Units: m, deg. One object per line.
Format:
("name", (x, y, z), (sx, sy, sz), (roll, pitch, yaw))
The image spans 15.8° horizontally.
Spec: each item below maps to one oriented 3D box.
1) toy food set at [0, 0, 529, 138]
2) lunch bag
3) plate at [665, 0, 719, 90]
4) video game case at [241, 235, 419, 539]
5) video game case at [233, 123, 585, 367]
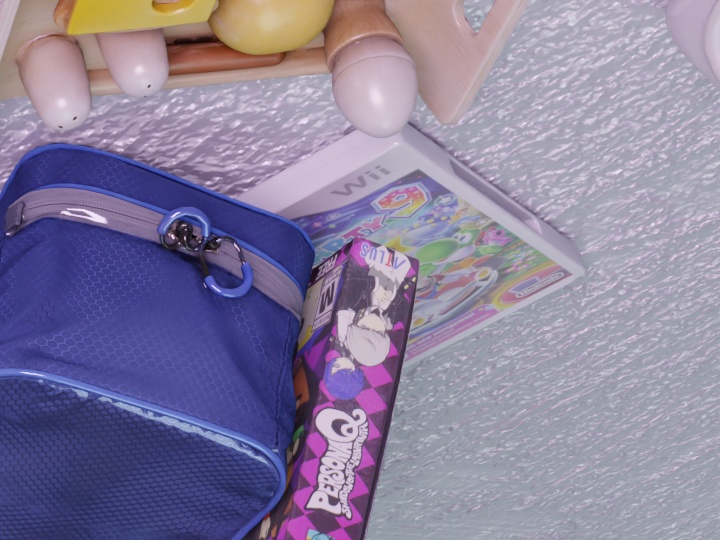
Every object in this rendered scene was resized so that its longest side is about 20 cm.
("toy food set", (-0.037, -0.086, 0.901), (0.200, 0.061, 0.144), (-8, 153, -23))
("lunch bag", (-0.105, 0.041, 1.022), (0.136, 0.133, 0.200), (21, 138, -19))
("plate", (0.202, -0.077, 0.935), (0.032, 0.200, 0.200), (-34, 164, -30))
("video game case", (-0.049, 0.100, 1.073), (0.036, 0.182, 0.200), (22, 153, -19))
("video game case", (0.000, 0.000, 1.150), (0.143, 0.018, 0.200), (-28, 153, 18))
